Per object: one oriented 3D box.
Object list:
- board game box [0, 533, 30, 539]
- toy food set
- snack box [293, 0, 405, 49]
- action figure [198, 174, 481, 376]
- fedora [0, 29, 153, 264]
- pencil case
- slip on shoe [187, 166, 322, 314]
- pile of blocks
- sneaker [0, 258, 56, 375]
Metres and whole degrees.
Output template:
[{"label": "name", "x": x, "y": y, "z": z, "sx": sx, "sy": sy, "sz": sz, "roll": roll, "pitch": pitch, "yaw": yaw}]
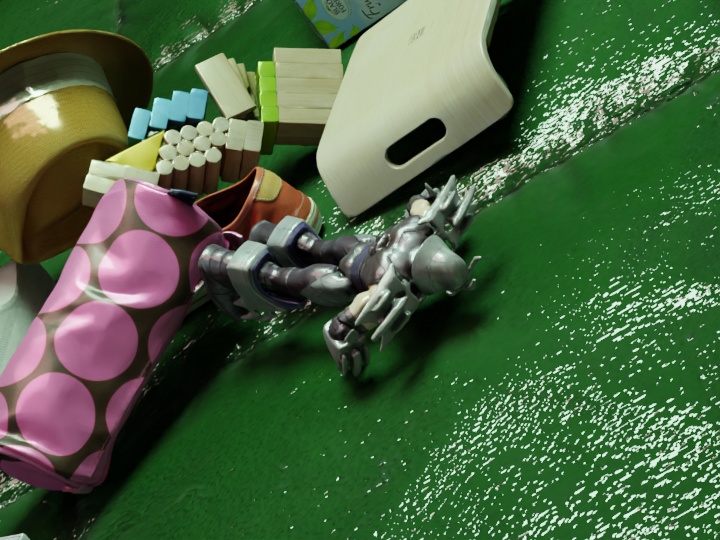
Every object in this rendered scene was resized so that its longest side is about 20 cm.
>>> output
[{"label": "board game box", "x": -0.294, "y": 0.250, "z": 1.612, "sx": 0.199, "sy": 0.041, "sz": 0.200, "roll": -12, "pitch": 37, "yaw": 41}, {"label": "toy food set", "x": 0.055, "y": -0.131, "z": 1.779, "sx": 0.143, "sy": 0.060, "sz": 0.200, "roll": -34, "pitch": 22, "yaw": 31}, {"label": "snack box", "x": 0.034, "y": -0.268, "z": 2.000, "sx": 0.199, "sy": 0.068, "sz": 0.169, "roll": -32, "pitch": 27, "yaw": 10}, {"label": "action figure", "x": 0.000, "y": 0.000, "z": 1.618, "sx": 0.199, "sy": 0.070, "sz": 0.130, "roll": 3, "pitch": 40, "yaw": 48}, {"label": "fedora", "x": -0.211, "y": -0.070, "z": 1.844, "sx": 0.200, "sy": 0.201, "sz": 0.082, "roll": -36, "pitch": 60, "yaw": 5}, {"label": "pencil case", "x": -0.154, "y": 0.043, "z": 1.685, "sx": 0.201, "sy": 0.093, "sz": 0.091, "roll": -62, "pitch": -7, "yaw": -11}, {"label": "slip on shoe", "x": -0.119, "y": -0.009, "z": 1.787, "sx": 0.199, "sy": 0.061, "sz": 0.074, "roll": -27, "pitch": 30, "yaw": 26}, {"label": "pile of blocks", "x": -0.099, "y": -0.087, "z": 1.826, "sx": 0.199, "sy": 0.082, "sz": 0.062, "roll": -23, "pitch": -22, "yaw": -17}, {"label": "sneaker", "x": -0.263, "y": 0.070, "z": 1.841, "sx": 0.115, "sy": 0.074, "sz": 0.200, "roll": -34, "pitch": 16, "yaw": 13}]
